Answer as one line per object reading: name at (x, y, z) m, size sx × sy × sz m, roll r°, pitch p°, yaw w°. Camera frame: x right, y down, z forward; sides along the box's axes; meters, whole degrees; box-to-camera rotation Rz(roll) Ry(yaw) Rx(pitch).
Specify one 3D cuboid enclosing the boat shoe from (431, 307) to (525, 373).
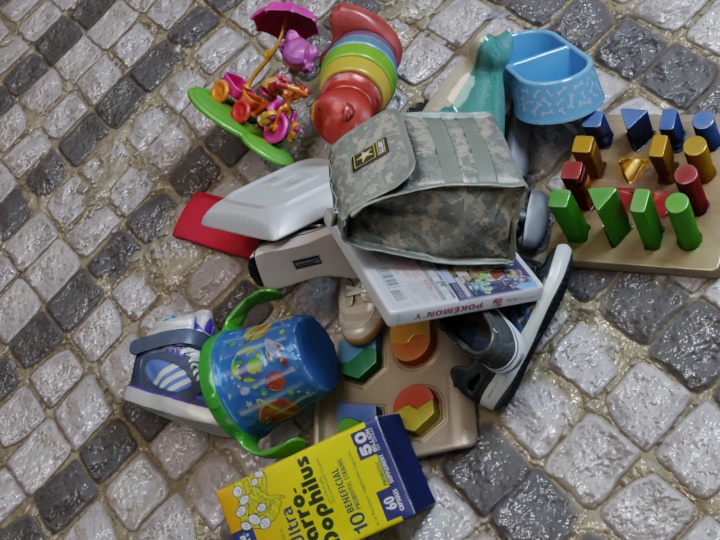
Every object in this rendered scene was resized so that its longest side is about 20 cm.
boat shoe at (0.105, 0.037, 1.220) m, size 0.069 × 0.056 × 0.200 m, roll -54°, pitch 45°, yaw 9°

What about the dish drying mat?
dish drying mat at (-0.174, -0.060, 1.545) m, size 0.198 × 0.018 × 0.078 m, roll 17°, pitch 72°, yaw 35°

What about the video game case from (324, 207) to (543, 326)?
video game case at (0.076, -0.019, 1.225) m, size 0.180 × 0.023 × 0.201 m, roll -9°, pitch 38°, yaw -20°

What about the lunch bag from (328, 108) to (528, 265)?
lunch bag at (0.062, -0.093, 1.206) m, size 0.197 × 0.119 × 0.165 m, roll 0°, pitch 34°, yaw -7°

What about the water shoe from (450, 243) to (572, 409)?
water shoe at (0.165, 0.052, 1.235) m, size 0.078 × 0.071 × 0.202 m, roll 27°, pitch 86°, yaw 18°

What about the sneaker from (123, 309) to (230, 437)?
sneaker at (-0.207, 0.118, 1.416) m, size 0.198 × 0.080 × 0.148 m, roll 9°, pitch 71°, yaw 38°

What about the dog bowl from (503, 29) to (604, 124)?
dog bowl at (0.221, -0.242, 1.370) m, size 0.110 × 0.050 × 0.201 m, roll -19°, pitch 32°, yaw -7°

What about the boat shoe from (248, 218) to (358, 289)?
boat shoe at (-0.035, -0.038, 1.344) m, size 0.197 × 0.075 × 0.093 m, roll -7°, pitch 33°, yaw 16°

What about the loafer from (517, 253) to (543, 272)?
loafer at (0.122, -0.004, 1.312) m, size 0.198 × 0.070 × 0.069 m, roll 9°, pitch 67°, yaw 27°

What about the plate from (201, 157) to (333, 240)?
plate at (-0.083, -0.099, 1.415) m, size 0.198 × 0.033 × 0.199 m, roll -29°, pitch 23°, yaw -28°

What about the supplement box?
supplement box at (-0.036, 0.245, 1.209) m, size 0.198 × 0.109 × 0.110 m, roll -27°, pitch 78°, yaw 12°

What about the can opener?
can opener at (0.200, -0.114, 1.364) m, size 0.066 × 0.053 × 0.202 m, roll 14°, pitch 63°, yaw -5°

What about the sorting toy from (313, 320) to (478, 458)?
sorting toy at (0.034, 0.134, 1.304) m, size 0.197 × 0.037 × 0.187 m, roll -14°, pitch 56°, yaw 21°

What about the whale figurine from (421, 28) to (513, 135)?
whale figurine at (0.136, -0.182, 1.324) m, size 0.103 × 0.159 × 0.202 m, roll 35°, pitch 118°, yaw 19°

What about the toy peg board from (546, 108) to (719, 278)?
toy peg board at (0.314, -0.110, 1.258) m, size 0.198 × 0.098 × 0.201 m, roll 5°, pitch 65°, yaw 30°

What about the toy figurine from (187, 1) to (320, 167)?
toy figurine at (-0.116, -0.269, 1.518) m, size 0.200 × 0.149 × 0.185 m, roll 45°, pitch 111°, yaw 36°

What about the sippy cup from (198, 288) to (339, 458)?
sippy cup at (-0.100, 0.117, 1.313) m, size 0.129 × 0.140 × 0.180 m, roll -24°, pitch 97°, yaw 23°

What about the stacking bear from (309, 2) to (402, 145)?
stacking bear at (-0.011, -0.239, 1.471) m, size 0.112 × 0.122 × 0.201 m, roll 16°, pitch 45°, yaw -2°

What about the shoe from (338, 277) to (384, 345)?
shoe at (0.000, 0.000, 1.373) m, size 0.069 × 0.053 × 0.202 m, roll -16°, pitch 47°, yaw 27°

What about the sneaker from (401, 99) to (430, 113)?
sneaker at (0.080, -0.198, 1.453) m, size 0.106 × 0.075 × 0.201 m, roll 24°, pitch 75°, yaw 39°
